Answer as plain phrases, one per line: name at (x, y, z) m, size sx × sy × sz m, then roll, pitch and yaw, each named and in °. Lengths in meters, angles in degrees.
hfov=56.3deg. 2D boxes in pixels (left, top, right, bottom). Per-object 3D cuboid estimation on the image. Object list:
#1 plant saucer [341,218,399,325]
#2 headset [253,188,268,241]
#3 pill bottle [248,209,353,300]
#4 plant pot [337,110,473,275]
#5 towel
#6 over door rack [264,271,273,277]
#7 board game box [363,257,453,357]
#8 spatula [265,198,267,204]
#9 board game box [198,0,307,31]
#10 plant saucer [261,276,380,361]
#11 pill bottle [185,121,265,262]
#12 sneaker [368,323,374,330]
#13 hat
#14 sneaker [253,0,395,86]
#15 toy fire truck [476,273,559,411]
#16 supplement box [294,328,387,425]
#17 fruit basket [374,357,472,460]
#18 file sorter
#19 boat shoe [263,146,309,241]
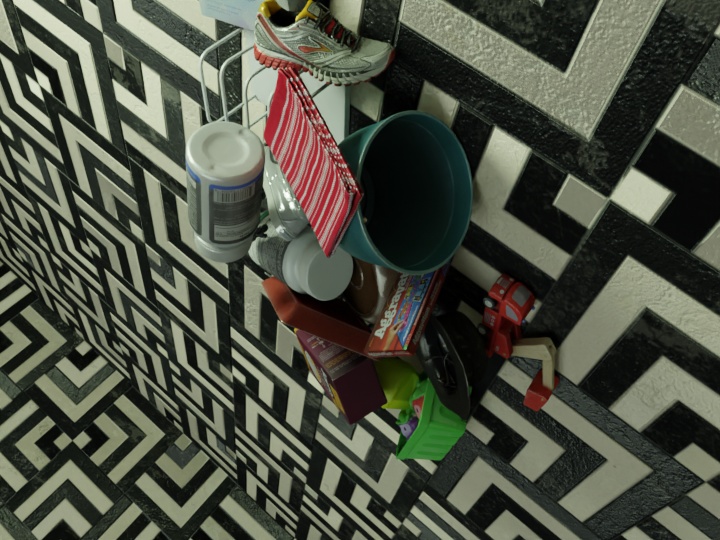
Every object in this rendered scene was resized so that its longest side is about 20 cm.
plant saucer at (0.000, 0.000, 1.135) m, size 0.200 × 0.031 × 0.205 m, roll 41°, pitch 139°, yaw 48°
headset at (-0.198, -0.149, 1.149) m, size 0.093 × 0.121 × 0.206 m, roll -17°, pitch 77°, yaw 46°
pill bottle at (-0.105, -0.029, 1.155) m, size 0.199 × 0.112 × 0.115 m, roll 29°, pitch 147°, yaw 49°
plant pot at (0.021, -0.103, 0.924) m, size 0.186 × 0.200 × 0.203 m, roll 6°, pitch 131°, yaw 54°
towel at (-0.067, -0.135, 0.848) m, size 0.203 × 0.022 × 0.145 m, roll 62°, pitch 152°, yaw 18°
over door rack at (-0.220, -0.100, 1.280) m, size 0.201 × 0.066 × 0.148 m, roll 52°, pitch -179°, yaw -29°
board game box at (0.077, 0.034, 0.994) m, size 0.019 × 0.203 × 0.102 m, roll 37°, pitch 153°, yaw -24°
spatula at (-0.130, -0.142, 1.213) m, size 0.198 × 0.020 × 0.057 m, roll -13°, pitch 109°, yaw 56°
board game box at (-0.163, -0.432, 0.914) m, size 0.197 × 0.043 × 0.202 m, roll 27°, pitch 143°, yaw 29°
plant saucer at (-0.067, 0.073, 1.190) m, size 0.197 × 0.037 × 0.200 m, roll 26°, pitch -171°, yaw -24°
pill bottle at (-0.203, -0.110, 1.007) m, size 0.113 × 0.114 × 0.202 m, roll 37°, pitch 145°, yaw 14°
sneaker at (0.076, 0.100, 1.192) m, size 0.081 × 0.077 × 0.200 m, roll 44°, pitch 156°, yaw -4°
hat at (0.144, 0.119, 1.032) m, size 0.202 × 0.079 × 0.203 m, roll 90°, pitch 154°, yaw -60°
sneaker at (-0.051, -0.295, 0.866) m, size 0.195 × 0.079 × 0.084 m, roll 14°, pitch 134°, yaw 10°
toy fire truck at (0.244, 0.111, 1.018) m, size 0.139 × 0.049 × 0.203 m, roll 31°, pitch 144°, yaw 23°
supplement box at (-0.040, 0.175, 1.254) m, size 0.200 × 0.084 × 0.113 m, roll 41°, pitch 154°, yaw 56°
fruit basket at (0.091, 0.248, 1.264) m, size 0.210 × 0.158 × 0.218 m, roll 12°, pitch 145°, yaw 8°
file sorter at (-0.127, -0.252, 0.994) m, size 0.198 × 0.124 × 0.141 m, roll 33°, pitch 146°, yaw 22°
boat shoe at (-0.123, -0.142, 1.116) m, size 0.068 × 0.203 × 0.072 m, roll -31°, pitch 135°, yaw 16°
